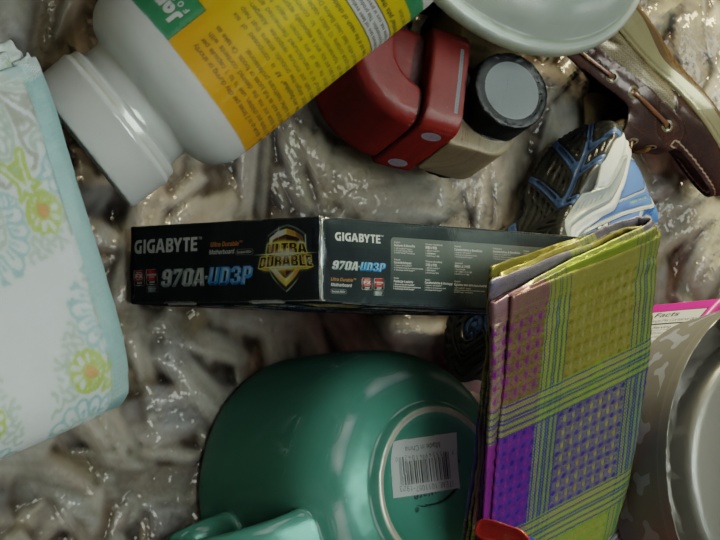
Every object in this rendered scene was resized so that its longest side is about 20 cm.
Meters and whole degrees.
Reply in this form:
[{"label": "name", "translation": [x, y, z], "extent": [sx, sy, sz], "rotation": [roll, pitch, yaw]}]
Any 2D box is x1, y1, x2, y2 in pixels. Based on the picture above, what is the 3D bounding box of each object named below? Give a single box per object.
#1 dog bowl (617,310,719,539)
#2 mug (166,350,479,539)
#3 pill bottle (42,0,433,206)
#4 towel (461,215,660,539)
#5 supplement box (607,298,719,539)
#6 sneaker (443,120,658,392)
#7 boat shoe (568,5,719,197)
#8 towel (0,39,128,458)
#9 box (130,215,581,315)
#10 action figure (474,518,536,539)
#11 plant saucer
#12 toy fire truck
[{"label": "dog bowl", "translation": [0.223, 0.115, 1.550], "extent": [0.200, 0.059, 0.200], "rotation": [5, 82, -43]}, {"label": "mug", "translation": [-0.002, 0.131, 1.442], "extent": [0.152, 0.114, 0.185], "rotation": [46, 57, -28]}, {"label": "pill bottle", "translation": [-0.067, -0.127, 1.376], "extent": [0.200, 0.113, 0.113], "rotation": [-38, 114, -4]}, {"label": "towel", "translation": [0.107, 0.074, 1.420], "extent": [0.144, 0.023, 0.200], "rotation": [-23, 124, -44]}, {"label": "supplement box", "translation": [0.153, 0.114, 1.592], "extent": [0.200, 0.103, 0.101], "rotation": [-42, 113, -35]}, {"label": "sneaker", "translation": [0.122, 0.001, 1.594], "extent": [0.077, 0.076, 0.200], "rotation": [51, 60, -26]}, {"label": "boat shoe", "translation": [0.170, -0.108, 1.666], "extent": [0.072, 0.072, 0.200], "rotation": [-43, 126, -3]}, {"label": "towel", "translation": [-0.207, -0.002, 1.290], "extent": [0.171, 0.048, 0.200], "rotation": [-21, 98, -41]}, {"label": "box", "translation": [0.000, 0.000, 1.428], "extent": [0.200, 0.159, 0.046], "rotation": [3, 87, -41]}, {"label": "action figure", "translation": [0.130, 0.191, 1.416], "extent": [0.065, 0.099, 0.200], "rotation": [-60, 150, 1]}, {"label": "plant saucer", "translation": [0.096, -0.221, 1.485], "extent": [0.200, 0.050, 0.200], "rotation": [15, 62, -31]}, {"label": "toy fire truck", "translation": [0.010, -0.164, 1.500], "extent": [0.200, 0.129, 0.176], "rotation": [15, 69, -19]}]
